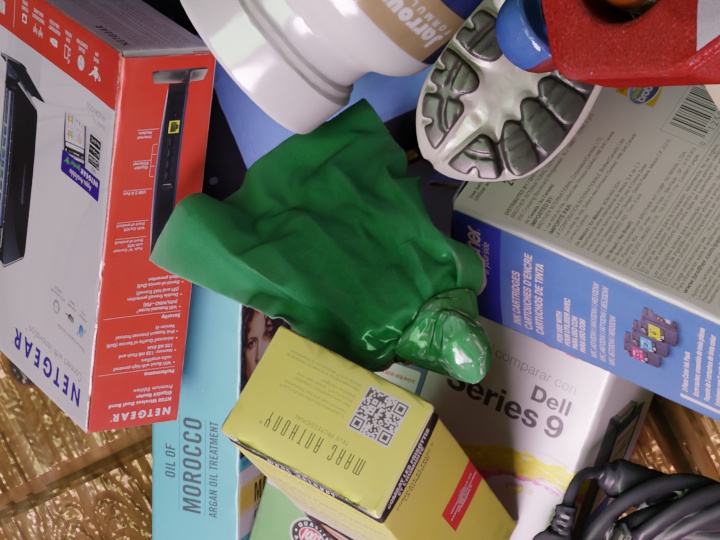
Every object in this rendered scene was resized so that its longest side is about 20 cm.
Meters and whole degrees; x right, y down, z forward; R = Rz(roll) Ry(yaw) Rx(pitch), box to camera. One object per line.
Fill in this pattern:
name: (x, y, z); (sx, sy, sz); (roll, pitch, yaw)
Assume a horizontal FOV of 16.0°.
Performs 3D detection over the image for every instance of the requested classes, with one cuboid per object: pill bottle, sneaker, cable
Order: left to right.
pill bottle: (0.024, -0.154, 1.072); (0.200, 0.116, 0.116); (-38, 86, 16)
sneaker: (0.093, -0.118, 1.010); (0.200, 0.085, 0.077); (-44, 93, 1)
cable: (0.130, 0.179, 1.140); (0.051, 0.162, 0.201); (-135, 55, -61)

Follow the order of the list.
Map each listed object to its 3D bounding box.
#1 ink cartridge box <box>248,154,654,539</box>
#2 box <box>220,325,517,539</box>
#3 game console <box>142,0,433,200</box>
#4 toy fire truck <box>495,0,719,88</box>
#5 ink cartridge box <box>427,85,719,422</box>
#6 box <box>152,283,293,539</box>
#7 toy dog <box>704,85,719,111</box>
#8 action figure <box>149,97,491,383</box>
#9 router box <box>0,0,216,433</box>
ink cartridge box: (0.047, 0.068, 1.173); (0.145, 0.087, 0.201); (26, 114, 19)
box: (0.009, 0.086, 1.038); (0.075, 0.200, 0.050); (26, 79, 20)
game console: (-0.028, -0.129, 1.182); (0.199, 0.031, 0.177); (-22, 95, 30)
toy fire truck: (0.102, -0.151, 0.903); (0.168, 0.112, 0.201); (-37, 54, 46)
ink cartridge box: (0.126, -0.027, 1.065); (0.199, 0.137, 0.076); (25, 148, 18)
box: (-0.060, 0.089, 1.238); (0.049, 0.082, 0.201); (10, 110, 23)
toy dog: (0.239, -0.095, 0.976); (0.200, 0.194, 0.140); (-32, 108, 2)
action figure: (0.000, 0.000, 1.038); (0.118, 0.200, 0.055); (-41, 120, -6)
router box: (-0.142, -0.047, 1.200); (0.200, 0.049, 0.180); (35, 124, 51)
